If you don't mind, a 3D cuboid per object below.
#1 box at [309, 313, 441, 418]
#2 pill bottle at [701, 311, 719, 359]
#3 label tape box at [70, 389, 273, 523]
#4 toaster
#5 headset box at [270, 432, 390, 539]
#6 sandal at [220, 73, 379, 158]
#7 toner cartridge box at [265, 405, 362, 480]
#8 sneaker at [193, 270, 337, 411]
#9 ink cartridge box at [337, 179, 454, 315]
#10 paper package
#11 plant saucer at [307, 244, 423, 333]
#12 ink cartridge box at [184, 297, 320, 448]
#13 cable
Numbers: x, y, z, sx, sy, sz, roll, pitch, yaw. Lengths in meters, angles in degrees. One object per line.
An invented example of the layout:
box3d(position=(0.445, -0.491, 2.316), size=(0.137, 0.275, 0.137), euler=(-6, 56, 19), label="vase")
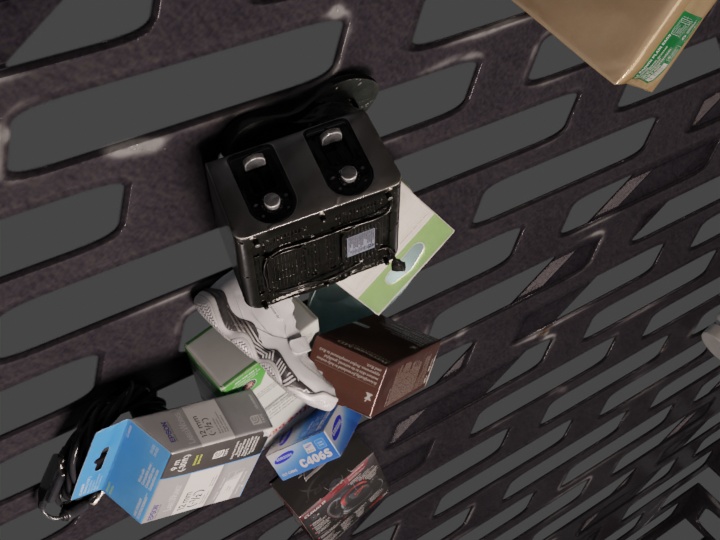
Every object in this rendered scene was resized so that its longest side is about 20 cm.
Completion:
box3d(position=(0.015, 0.114, 1.715), size=(0.200, 0.100, 0.075), euler=(-21, 131, -67), label="box")
box3d(position=(0.847, 0.106, 3.020), size=(0.200, 0.110, 0.110), euler=(-40, 153, -11), label="pill bottle")
box3d(position=(-0.214, 0.219, 1.577), size=(0.200, 0.066, 0.143), euler=(-13, 145, -36), label="label tape box")
box3d(position=(-0.054, -0.058, 1.435), size=(0.181, 0.119, 0.200), euler=(-20, 155, -9), label="toaster")
box3d(position=(-0.044, 0.325, 2.100), size=(0.149, 0.075, 0.200), euler=(-40, 153, -10), label="headset box")
box3d(position=(-0.054, -0.147, 1.450), size=(0.200, 0.048, 0.075), euler=(-26, 147, -31), label="sandal")
box3d(position=(-0.045, 0.190, 1.806), size=(0.095, 0.043, 0.200), euler=(-27, -166, 26), label="toner cartridge box")
box3d(position=(-0.081, 0.062, 1.564), size=(0.115, 0.200, 0.075), euler=(-49, -179, -7), label="sneaker")
box3d(position=(0.005, -0.049, 1.621), size=(0.146, 0.048, 0.200), euler=(-48, 139, 4), label="ink cartridge box")
box3d(position=(0.297, -0.331, 1.533), size=(0.103, 0.191, 0.200), euler=(-1, 131, -54), label="paper package")
box3d(position=(0.000, 0.000, 1.746), size=(0.201, 0.039, 0.201), euler=(-34, 152, -21), label="plant saucer")
box3d(position=(-0.122, 0.125, 1.698), size=(0.147, 0.083, 0.200), euler=(-36, 152, -19), label="ink cartridge box")
box3d(position=(-0.287, 0.208, 1.618), size=(0.163, 0.051, 0.200), euler=(-11, 137, -48), label="cable")
